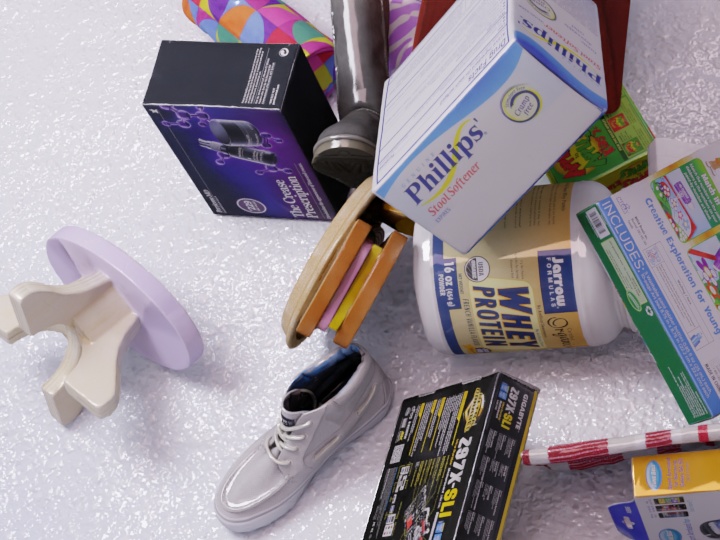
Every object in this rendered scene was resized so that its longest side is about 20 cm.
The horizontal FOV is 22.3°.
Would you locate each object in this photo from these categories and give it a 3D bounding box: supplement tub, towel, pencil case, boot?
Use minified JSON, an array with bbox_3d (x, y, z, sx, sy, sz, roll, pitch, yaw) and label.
[{"bbox_3d":[0.156,-0.003,1.605,0.199,0.145,0.145,-5,61,15],"label":"supplement tub"},{"bbox_3d":[0.240,0.144,1.501,0.199,0.144,0.023,-9,81,13],"label":"towel"},{"bbox_3d":[-0.096,-0.239,1.856,0.088,0.088,0.200,-42,60,-8],"label":"pencil case"},{"bbox_3d":[-0.062,0.142,1.622,0.200,0.096,0.074,-43,58,-8],"label":"boot"},{"bbox_3d":[-0.002,-0.185,1.681,0.072,0.182,0.201,3,84,7],"label":"boot"},{"bbox_3d":[0.054,-0.205,1.791,0.085,0.084,0.200,-42,54,17],"label":"pencil case"}]

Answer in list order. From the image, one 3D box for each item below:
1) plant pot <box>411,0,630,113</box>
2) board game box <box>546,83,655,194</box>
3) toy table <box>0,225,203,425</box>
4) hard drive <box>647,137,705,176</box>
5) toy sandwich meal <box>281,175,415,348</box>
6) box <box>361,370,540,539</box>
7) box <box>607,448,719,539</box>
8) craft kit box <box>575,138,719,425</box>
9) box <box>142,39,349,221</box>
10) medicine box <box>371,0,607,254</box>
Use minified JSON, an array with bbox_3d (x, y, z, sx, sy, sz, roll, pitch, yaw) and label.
[{"bbox_3d":[0.151,-0.282,1.676,0.199,0.177,0.201,6,57,8],"label":"plant pot"},{"bbox_3d":[0.200,-0.155,1.732,0.101,0.048,0.201,-26,57,3],"label":"board game box"},{"bbox_3d":[-0.256,0.052,1.697,0.200,0.184,0.117,25,55,40],"label":"toy table"},{"bbox_3d":[0.318,-0.014,1.594,0.131,0.027,0.201,10,60,-15],"label":"hard drive"},{"bbox_3d":[0.000,0.000,1.635,0.070,0.205,0.206,31,74,7],"label":"toy sandwich meal"},{"bbox_3d":[0.066,0.193,1.525,0.159,0.049,0.201,-22,46,56],"label":"box"},{"bbox_3d":[0.302,0.181,1.472,0.199,0.119,0.042,-5,61,14],"label":"box"},{"bbox_3d":[0.307,-0.004,1.524,0.197,0.049,0.201,-26,86,-23],"label":"craft kit box"},{"bbox_3d":[-0.101,-0.129,1.723,0.140,0.200,0.079,6,64,21],"label":"box"},{"bbox_3d":[0.107,-0.147,1.533,0.182,0.103,0.200,-47,20,28],"label":"medicine box"}]
